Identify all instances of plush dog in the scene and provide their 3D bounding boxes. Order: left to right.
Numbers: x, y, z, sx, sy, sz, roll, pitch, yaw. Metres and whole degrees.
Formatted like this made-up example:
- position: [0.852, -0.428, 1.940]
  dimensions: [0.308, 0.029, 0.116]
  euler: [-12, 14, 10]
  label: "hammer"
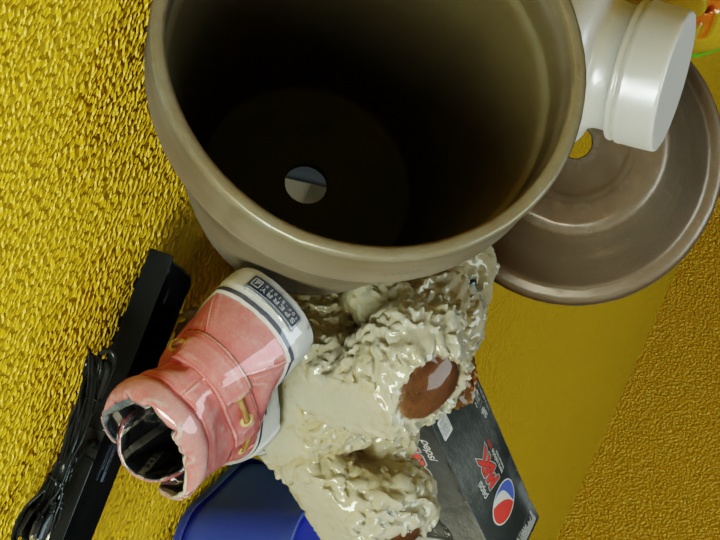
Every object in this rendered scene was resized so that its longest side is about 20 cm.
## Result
- position: [0.009, 0.033, 1.185]
  dimensions: [0.172, 0.160, 0.200]
  euler: [-42, 155, -35]
  label: "plush dog"

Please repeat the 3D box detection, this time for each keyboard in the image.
- position: [-0.134, 0.084, 1.070]
  dimensions: [0.127, 0.021, 0.200]
  euler: [65, 45, -81]
  label: "keyboard"

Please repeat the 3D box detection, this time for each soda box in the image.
- position: [0.059, 0.134, 1.493]
  dimensions: [0.063, 0.071, 0.200]
  euler: [-62, 146, -31]
  label: "soda box"

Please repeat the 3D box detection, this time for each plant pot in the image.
- position: [-0.011, -0.069, 1.029]
  dimensions: [0.200, 0.200, 0.174]
  euler: [-64, -179, -24]
  label: "plant pot"
- position: [0.139, -0.075, 1.380]
  dimensions: [0.175, 0.200, 0.201]
  euler: [4, 105, -86]
  label: "plant pot"

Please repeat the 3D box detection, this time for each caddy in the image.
- position: [-0.062, 0.200, 1.361]
  dimensions: [0.200, 0.105, 0.142]
  euler: [-39, 124, -65]
  label: "caddy"

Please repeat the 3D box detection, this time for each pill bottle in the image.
- position: [0.084, -0.133, 1.231]
  dimensions: [0.112, 0.200, 0.112]
  euler: [17, 90, -76]
  label: "pill bottle"

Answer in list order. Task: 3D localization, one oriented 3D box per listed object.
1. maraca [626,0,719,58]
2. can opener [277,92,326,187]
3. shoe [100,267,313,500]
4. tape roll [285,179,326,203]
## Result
- position: [0.227, -0.201, 1.370]
  dimensions: [0.200, 0.107, 0.137]
  euler: [1, 108, -41]
  label: "maraca"
- position: [0.004, -0.065, 1.218]
  dimensions: [0.200, 0.067, 0.053]
  euler: [11, 89, -42]
  label: "can opener"
- position: [-0.087, 0.072, 1.074]
  dimensions: [0.091, 0.071, 0.200]
  euler: [-44, 174, -25]
  label: "shoe"
- position: [0.000, 0.000, 1.296]
  dimensions: [0.203, 0.037, 0.203]
  euler: [-21, 116, -51]
  label: "tape roll"
